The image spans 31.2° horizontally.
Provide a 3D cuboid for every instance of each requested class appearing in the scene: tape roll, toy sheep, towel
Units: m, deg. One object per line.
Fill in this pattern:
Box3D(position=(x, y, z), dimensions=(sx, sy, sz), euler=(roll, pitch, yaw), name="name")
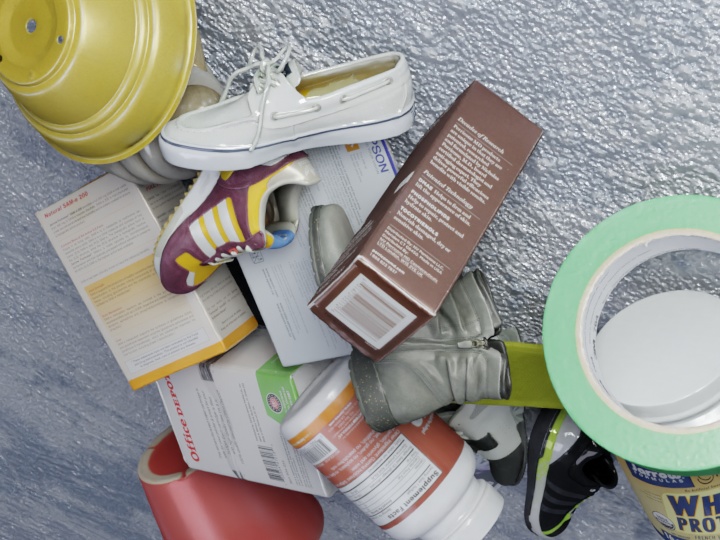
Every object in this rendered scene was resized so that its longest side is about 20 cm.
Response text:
Box3D(position=(0.234, 0.047, 0.933), dimensions=(0.200, 0.201, 0.048), euler=(13, 172, 26), name="tape roll")
Box3D(position=(-0.184, -0.139, 1.099), dimensions=(0.200, 0.138, 0.138), euler=(16, 146, 45), name="toy sheep")
Box3D(position=(0.129, 0.093, 1.128), dimensions=(0.200, 0.018, 0.086), euler=(5, 139, -22), name="towel")

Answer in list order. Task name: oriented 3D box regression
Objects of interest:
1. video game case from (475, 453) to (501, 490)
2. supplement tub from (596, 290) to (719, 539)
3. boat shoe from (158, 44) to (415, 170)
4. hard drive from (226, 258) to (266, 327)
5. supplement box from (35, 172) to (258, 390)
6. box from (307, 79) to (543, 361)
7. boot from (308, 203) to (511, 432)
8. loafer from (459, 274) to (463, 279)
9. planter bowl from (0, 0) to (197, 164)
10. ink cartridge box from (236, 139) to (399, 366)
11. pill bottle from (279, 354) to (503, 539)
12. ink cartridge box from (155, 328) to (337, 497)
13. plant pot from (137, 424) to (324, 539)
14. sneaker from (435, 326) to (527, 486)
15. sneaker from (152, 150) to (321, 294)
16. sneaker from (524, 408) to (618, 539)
Box3D(position=(0.062, 0.210, 1.396), dimensions=(0.182, 0.023, 0.200), euler=(17, 148, -8), name="video game case")
Box3D(position=(0.276, 0.128, 1.050), dimensions=(0.144, 0.144, 0.200), euler=(0, 135, 39), name="supplement tub")
Box3D(position=(-0.058, -0.135, 0.983), dimensions=(0.202, 0.075, 0.086), euler=(-9, 127, -4), name="boat shoe")
Box3D(position=(-0.165, -0.015, 1.314), dimensions=(0.200, 0.042, 0.135), euler=(22, 145, 15), name="hard drive")
Box3D(position=(-0.205, -0.001, 1.240), dimensions=(0.126, 0.074, 0.200), euler=(-23, 98, 29), name="supplement box")
Box3D(position=(0.051, -0.039, 0.965), dimensions=(0.075, 0.200, 0.100), euler=(38, 146, -5), name="box")
Box3D(position=(0.044, 0.024, 1.041), dimensions=(0.131, 0.068, 0.200), euler=(-21, 84, 16), name="boot")
Box3D(position=(0.000, 0.000, 1.175), dimensions=(0.200, 0.068, 0.070), euler=(8, 150, 37), name="loafer")
Box3D(position=(-0.230, -0.185, 1.004), dimensions=(0.200, 0.083, 0.201), euler=(0, 91, 33), name="planter bowl")
Box3D(position=(-0.020, -0.023, 1.117), dimensions=(0.200, 0.041, 0.200), euler=(-12, 105, 36), name="ink cartridge box")
Box3D(position=(0.032, 0.172, 1.182), dimensions=(0.200, 0.112, 0.112), euler=(43, 146, -5), name="pill bottle")
Box3D(position=(-0.104, 0.139, 1.325), dimensions=(0.200, 0.084, 0.146), euler=(4, 120, 38), name="ink cartridge box")
Box3D(position=(-0.169, 0.277, 1.583), dimensions=(0.200, 0.200, 0.177), euler=(-5, 122, 42), name="plant pot")
Box3D(position=(0.112, 0.136, 1.232), dimensions=(0.088, 0.074, 0.200), euler=(-11, 131, -2), name="sneaker")
Box3D(position=(-0.107, -0.034, 1.093), dimensions=(0.090, 0.075, 0.200), euler=(44, 129, 14), name="sneaker")
Box3D(position=(0.212, 0.213, 1.278), dimensions=(0.083, 0.072, 0.200), euler=(15, 143, 21), name="sneaker")
